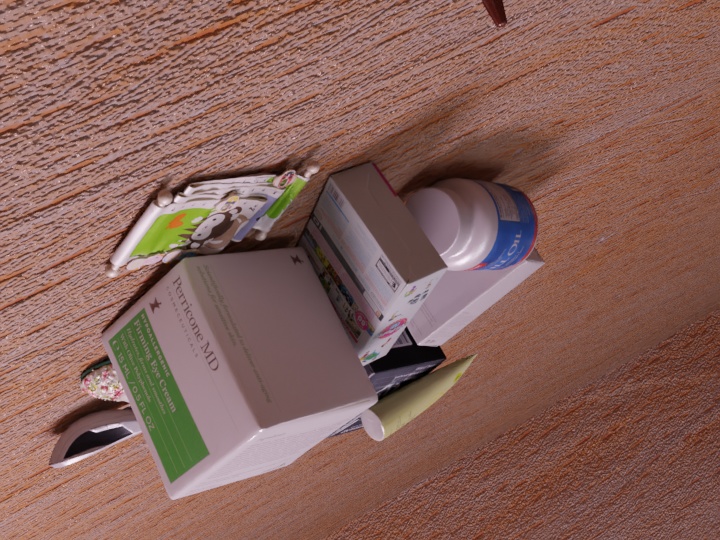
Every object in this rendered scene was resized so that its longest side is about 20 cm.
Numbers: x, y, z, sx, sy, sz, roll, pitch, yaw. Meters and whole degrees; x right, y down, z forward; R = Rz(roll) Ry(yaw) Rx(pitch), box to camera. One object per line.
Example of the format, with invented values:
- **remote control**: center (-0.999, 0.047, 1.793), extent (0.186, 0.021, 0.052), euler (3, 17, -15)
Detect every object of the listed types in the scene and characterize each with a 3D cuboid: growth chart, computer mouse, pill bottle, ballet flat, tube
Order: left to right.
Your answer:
- **computer mouse**: center (-0.293, 0.184, 1.342), extent (0.198, 0.044, 0.109), euler (-23, -175, -24)
- **ballet flat**: center (-0.228, 0.121, 1.278), extent (0.198, 0.064, 0.076), euler (-16, 156, -38)
- **growth chart**: center (-0.146, -0.049, 1.065), extent (0.198, 0.018, 0.145), euler (-15, 155, -40)
- **tube**: center (0.090, 0.180, 1.584), extent (0.199, 0.053, 0.058), euler (-28, -157, -34)
- **pill bottle**: center (0.133, -0.055, 1.346), extent (0.112, 0.113, 0.199), euler (-42, 159, 27)

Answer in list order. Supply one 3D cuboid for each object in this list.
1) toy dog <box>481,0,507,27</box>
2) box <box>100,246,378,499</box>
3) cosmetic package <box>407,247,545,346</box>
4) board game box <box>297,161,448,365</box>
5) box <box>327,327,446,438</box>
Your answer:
- **toy dog**: center (0.108, -0.264, 0.818), extent (0.131, 0.097, 0.201), euler (-28, 161, -14)
- **box**: center (-0.129, 0.105, 1.174), extent (0.171, 0.201, 0.199), euler (-38, 162, 32)
- **cosmetic package**: center (0.140, 0.003, 1.505), extent (0.199, 0.114, 0.081), euler (-37, 160, 20)
- **board game box**: center (0.000, 0.000, 1.217), extent (0.064, 0.148, 0.201), euler (-22, 159, -32)
- **box**: center (-0.016, 0.142, 1.582), extent (0.196, 0.125, 0.199), euler (-41, 159, 30)
